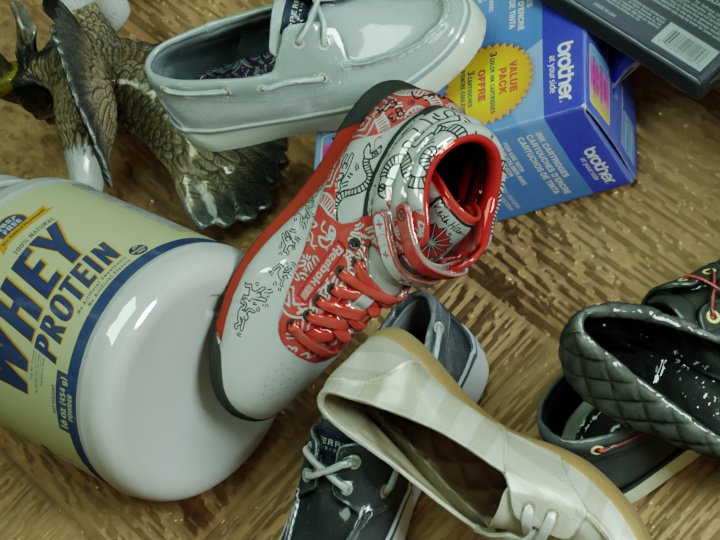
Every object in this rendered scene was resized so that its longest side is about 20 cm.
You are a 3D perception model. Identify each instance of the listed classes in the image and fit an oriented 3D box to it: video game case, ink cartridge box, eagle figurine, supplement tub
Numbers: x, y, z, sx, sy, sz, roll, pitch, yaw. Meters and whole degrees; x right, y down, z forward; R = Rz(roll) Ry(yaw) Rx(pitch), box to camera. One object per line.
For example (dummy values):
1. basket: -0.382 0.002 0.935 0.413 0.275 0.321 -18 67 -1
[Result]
1. video game case: 0.193 -0.192 1.559 0.143 0.019 0.200 35 63 27
2. ink cartridge box: 0.079 -0.104 1.589 0.199 0.076 0.137 -15 50 21
3. eagle figurine: -0.150 -0.100 1.699 0.151 0.152 0.199 -37 28 -30
4. supplement tub: -0.151 0.031 1.583 0.199 0.145 0.145 22 70 41

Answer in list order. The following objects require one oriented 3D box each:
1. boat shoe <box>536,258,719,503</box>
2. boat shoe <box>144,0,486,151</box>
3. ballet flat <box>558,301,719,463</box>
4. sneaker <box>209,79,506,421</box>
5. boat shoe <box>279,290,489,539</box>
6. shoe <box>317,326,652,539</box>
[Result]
1. boat shoe: 0.176 0.035 1.429 0.201 0.063 0.074 -40 44 -2
2. boat shoe: -0.030 -0.120 1.568 0.200 0.072 0.070 -14 50 27
3. ballet flat: 0.188 0.065 1.361 0.199 0.057 0.067 16 78 10
4. sneaker: 0.000 -0.001 1.480 0.202 0.067 0.108 -59 33 -2
5. boat shoe: -0.002 0.102 1.486 0.071 0.068 0.201 17 67 40
6. shoe: 0.061 0.106 1.409 0.200 0.070 0.053 38 42 23
